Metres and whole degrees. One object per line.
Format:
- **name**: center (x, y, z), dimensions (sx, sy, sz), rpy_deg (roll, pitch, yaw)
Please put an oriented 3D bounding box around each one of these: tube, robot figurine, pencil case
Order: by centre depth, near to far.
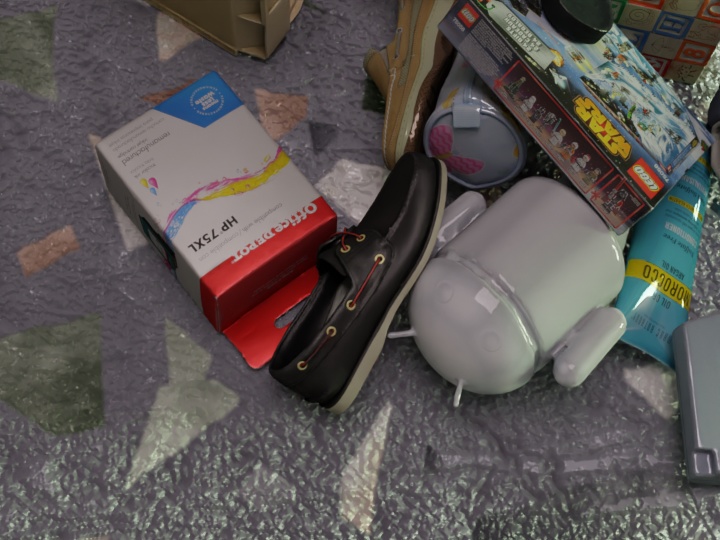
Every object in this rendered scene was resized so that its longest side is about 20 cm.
- **robot figurine**: center (0.114, 0.011, 0.862), dimensions (0.199, 0.114, 0.169), rpy_deg (-39, 61, -20)
- **tube**: center (0.240, -0.024, 0.925), dimensions (0.077, 0.050, 0.202), rpy_deg (26, 65, -19)
- **pencil case**: center (0.111, -0.159, 0.938), dimensions (0.082, 0.091, 0.202), rpy_deg (15, 52, 8)

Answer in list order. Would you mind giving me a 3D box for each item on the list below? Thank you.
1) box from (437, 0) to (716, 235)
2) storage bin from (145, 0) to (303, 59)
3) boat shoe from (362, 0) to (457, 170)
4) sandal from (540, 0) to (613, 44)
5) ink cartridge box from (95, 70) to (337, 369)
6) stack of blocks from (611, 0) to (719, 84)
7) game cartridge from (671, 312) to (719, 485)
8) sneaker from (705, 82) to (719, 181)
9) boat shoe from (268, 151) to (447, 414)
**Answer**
- **box**: center (0.163, -0.137, 0.869), dimensions (0.201, 0.040, 0.137), rpy_deg (50, 44, 4)
- **storage bin**: center (-0.136, -0.296, 0.943), dimensions (0.197, 0.201, 0.094), rpy_deg (32, 67, 11)
- **boat shoe**: center (0.038, -0.162, 0.973), dimensions (0.075, 0.072, 0.202), rpy_deg (7, 55, 14)
- **sandal**: center (0.168, -0.258, 0.897), dimensions (0.075, 0.048, 0.203), rpy_deg (17, 50, -26)
- **ink cartridge box**: center (-0.097, -0.040, 0.897), dimensions (0.116, 0.067, 0.200), rpy_deg (-35, 72, -19)
- **stack of blocks**: center (0.248, -0.241, 0.944), dimensions (0.113, 0.201, 0.059), rpy_deg (13, 64, 1)
- **game cartridge**: center (0.331, 0.095, 0.874), dimensions (0.197, 0.042, 0.135), rpy_deg (5, 61, -8)
- **sneaker**: center (0.365, -0.100, 0.937), dimensions (0.200, 0.077, 0.147), rpy_deg (26, 58, -6)
- **boat shoe**: center (0.001, 0.000, 0.852), dimensions (0.063, 0.074, 0.203), rpy_deg (30, 82, -22)
